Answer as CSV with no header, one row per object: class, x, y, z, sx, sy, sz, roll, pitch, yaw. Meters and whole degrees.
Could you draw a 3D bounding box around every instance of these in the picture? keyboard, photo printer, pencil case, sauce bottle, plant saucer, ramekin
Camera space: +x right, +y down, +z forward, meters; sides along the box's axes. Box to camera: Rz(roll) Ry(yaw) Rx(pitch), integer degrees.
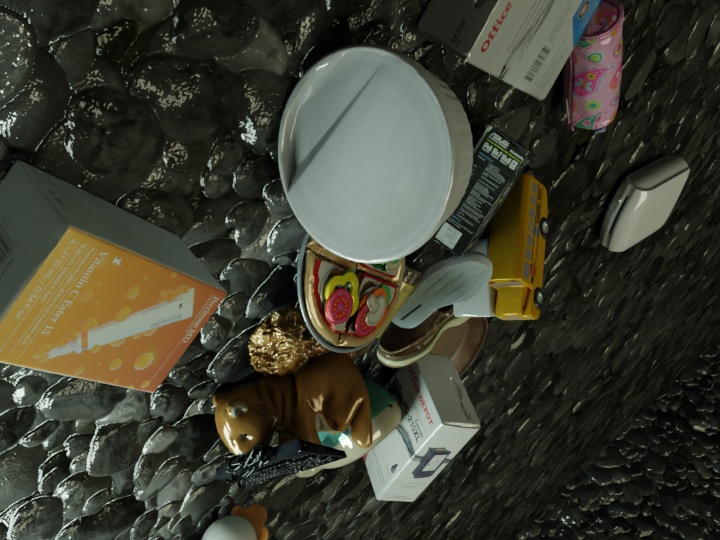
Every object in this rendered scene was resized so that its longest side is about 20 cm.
keyboard,-0.110,0.241,0.910,0.103,0.040,0.199,21,146,-31
photo printer,0.571,-0.133,1.562,0.198,0.069,0.169,-25,141,-35
pencil case,0.317,-0.281,1.063,0.087,0.087,0.201,-42,150,-11
sauce bottle,0.006,0.068,1.060,0.202,0.065,0.064,-56,148,11
plant saucer,0.144,0.148,1.353,0.198,0.037,0.203,-32,145,-25
ramekin,0.021,-0.116,0.764,0.094,0.201,0.205,-20,140,-58

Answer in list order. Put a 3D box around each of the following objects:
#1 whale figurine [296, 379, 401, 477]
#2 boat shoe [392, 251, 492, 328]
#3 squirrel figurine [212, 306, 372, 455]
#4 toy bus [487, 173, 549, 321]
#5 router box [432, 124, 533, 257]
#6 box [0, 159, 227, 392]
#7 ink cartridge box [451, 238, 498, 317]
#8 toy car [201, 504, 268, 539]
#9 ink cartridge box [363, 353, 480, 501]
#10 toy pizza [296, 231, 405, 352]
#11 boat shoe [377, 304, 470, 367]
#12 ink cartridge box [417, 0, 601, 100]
whale figurine,-0.031,0.245,1.196,0.199,0.105,0.158,-38,172,28
boat shoe,0.107,0.011,1.074,0.199,0.073,0.068,-32,-149,44
squirrel figurine,-0.094,0.143,0.969,0.182,0.141,0.205,-5,96,-20
toy bus,0.230,-0.032,1.131,0.078,0.064,0.205,25,68,-46
router box,0.157,-0.105,0.997,0.152,0.062,0.200,-59,173,14
box,-0.232,0.015,0.664,0.125,0.097,0.199,-52,150,5
ink cartridge box,0.223,0.014,1.226,0.198,0.067,0.118,2,86,-53
toy car,-0.194,0.445,1.134,0.202,0.175,0.185,-56,139,-12
ink cartridge box,0.086,0.252,1.240,0.083,0.146,0.201,13,127,-33
toy pizza,0.000,0.000,0.929,0.198,0.031,0.205,-13,107,-48
boat shoe,0.098,0.070,1.186,0.201,0.074,0.076,-34,136,-37
ink cartridge box,0.174,-0.294,0.861,0.198,0.084,0.147,3,122,-53
